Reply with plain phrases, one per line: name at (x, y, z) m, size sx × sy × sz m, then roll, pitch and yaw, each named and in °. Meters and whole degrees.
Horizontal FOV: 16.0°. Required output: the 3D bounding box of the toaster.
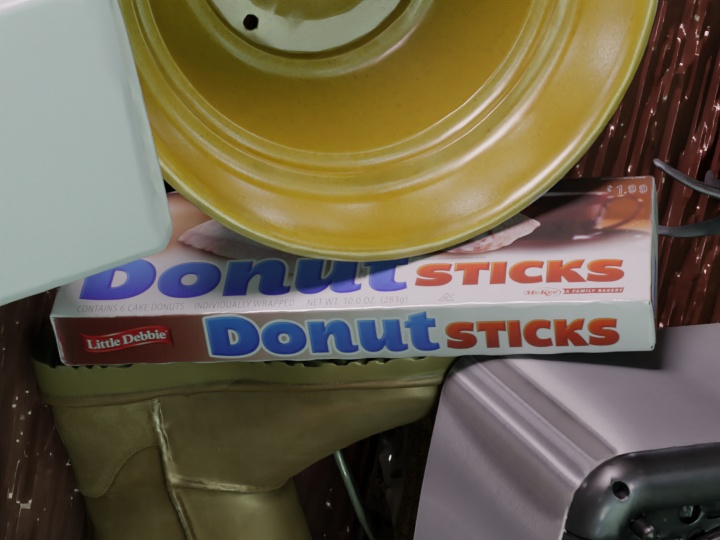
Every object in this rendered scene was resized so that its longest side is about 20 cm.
toaster at (0.110, 0.122, 0.850) m, size 0.199 × 0.119 × 0.182 m, roll -4°, pitch 111°, yaw -24°

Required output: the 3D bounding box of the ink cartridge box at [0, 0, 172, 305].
ink cartridge box at (-0.158, -0.052, 0.748) m, size 0.144 × 0.200 × 0.085 m, roll -19°, pitch 114°, yaw -16°

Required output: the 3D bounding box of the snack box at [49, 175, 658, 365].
snack box at (0.000, 0.000, 0.861) m, size 0.199 × 0.072 × 0.024 m, roll -2°, pitch 127°, yaw 9°

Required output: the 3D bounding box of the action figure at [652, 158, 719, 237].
action figure at (0.214, -0.043, 0.975) m, size 0.199 × 0.102 × 0.119 m, roll -21°, pitch 130°, yaw -16°

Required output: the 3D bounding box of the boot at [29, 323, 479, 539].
boot at (-0.022, 0.104, 0.926) m, size 0.174 × 0.066 × 0.201 m, roll -2°, pitch 117°, yaw 20°

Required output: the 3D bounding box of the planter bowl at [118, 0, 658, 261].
planter bowl at (-0.006, -0.109, 0.850) m, size 0.199 × 0.083 × 0.202 m, roll -4°, pitch 103°, yaw -18°

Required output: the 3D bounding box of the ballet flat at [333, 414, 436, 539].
ballet flat at (0.016, 0.031, 0.941) m, size 0.070 × 0.071 × 0.201 m, roll -13°, pitch 116°, yaw -18°
